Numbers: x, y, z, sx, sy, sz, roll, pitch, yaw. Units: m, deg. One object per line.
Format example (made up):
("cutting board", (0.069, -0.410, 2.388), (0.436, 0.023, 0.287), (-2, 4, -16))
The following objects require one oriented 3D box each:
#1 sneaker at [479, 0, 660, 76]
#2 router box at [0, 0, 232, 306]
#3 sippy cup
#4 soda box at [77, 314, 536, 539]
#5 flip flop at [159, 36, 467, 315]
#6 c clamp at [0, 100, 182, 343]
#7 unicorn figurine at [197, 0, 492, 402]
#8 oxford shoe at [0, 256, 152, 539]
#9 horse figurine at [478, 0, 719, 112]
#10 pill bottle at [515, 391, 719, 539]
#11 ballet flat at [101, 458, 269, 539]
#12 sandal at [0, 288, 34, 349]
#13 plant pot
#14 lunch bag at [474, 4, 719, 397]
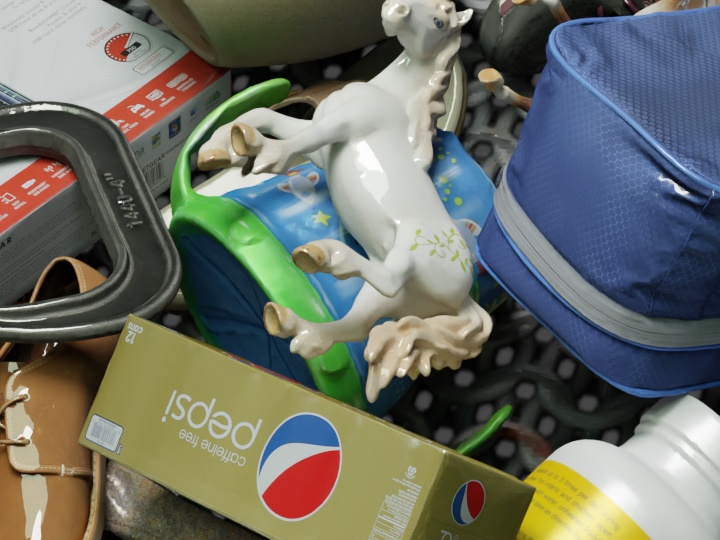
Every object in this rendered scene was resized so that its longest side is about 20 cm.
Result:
("sneaker", (0.165, -0.124, 1.331), (0.199, 0.076, 0.116), (-27, 59, -3))
("router box", (-0.195, -0.071, 1.369), (0.179, 0.049, 0.200), (28, 48, 27))
("sippy cup", (0.000, 0.000, 1.272), (0.130, 0.178, 0.140), (-32, 27, -19))
("soda box", (-0.025, 0.082, 1.153), (0.200, 0.068, 0.064), (22, 88, 42))
("flip flop", (-0.031, -0.054, 1.347), (0.200, 0.058, 0.081), (-33, 57, -10))
("c clamp", (-0.177, -0.024, 1.264), (0.170, 0.027, 0.200), (-13, 42, -22))
("unicorn figurine", (0.005, -0.045, 1.193), (0.137, 0.074, 0.201), (-11, 86, -35))
("oxford shoe", (-0.152, 0.082, 1.229), (0.071, 0.071, 0.201), (-9, 49, 28))
("horse figurine", (0.134, -0.115, 1.267), (0.200, 0.132, 0.050), (-46, 48, 4))
("pill bottle", (0.088, 0.144, 1.167), (0.200, 0.104, 0.104), (-43, 58, -12))
("ballet flat", (-0.074, 0.139, 1.243), (0.200, 0.068, 0.067), (23, 71, 37))
("sandal", (-0.193, 0.063, 1.298), (0.059, 0.079, 0.207), (-18, 39, 57))
("plant pot", (-0.050, -0.178, 1.348), (0.134, 0.200, 0.200), (-42, 58, -8))
("lunch bag", (0.158, -0.029, 1.218), (0.199, 0.133, 0.136), (-9, 43, -38))
